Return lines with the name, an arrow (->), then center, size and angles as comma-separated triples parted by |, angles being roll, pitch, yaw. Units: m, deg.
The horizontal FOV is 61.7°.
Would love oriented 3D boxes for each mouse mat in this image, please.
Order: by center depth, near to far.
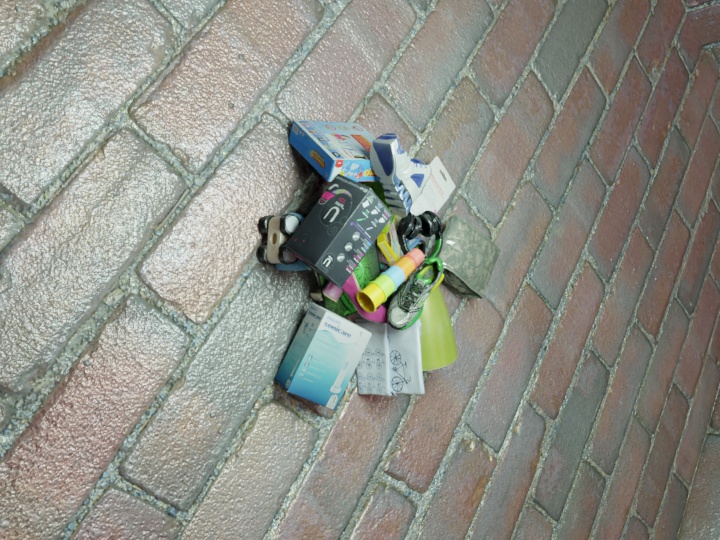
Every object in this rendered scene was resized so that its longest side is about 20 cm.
mouse mat -> -0.024, 0.012, 1.428 | 0.159, 0.008, 0.203 | -19, 118, -17

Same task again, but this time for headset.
headset -> 0.155, -0.120, 1.538 | 0.122, 0.094, 0.203 | -8, 86, -28

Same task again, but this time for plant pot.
plant pot -> 0.149, 0.121, 1.526 | 0.185, 0.186, 0.203 | -16, 108, -36

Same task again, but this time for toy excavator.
toy excavator -> -0.132, -0.030, 1.406 | 0.198, 0.099, 0.198 | 6, 86, -45

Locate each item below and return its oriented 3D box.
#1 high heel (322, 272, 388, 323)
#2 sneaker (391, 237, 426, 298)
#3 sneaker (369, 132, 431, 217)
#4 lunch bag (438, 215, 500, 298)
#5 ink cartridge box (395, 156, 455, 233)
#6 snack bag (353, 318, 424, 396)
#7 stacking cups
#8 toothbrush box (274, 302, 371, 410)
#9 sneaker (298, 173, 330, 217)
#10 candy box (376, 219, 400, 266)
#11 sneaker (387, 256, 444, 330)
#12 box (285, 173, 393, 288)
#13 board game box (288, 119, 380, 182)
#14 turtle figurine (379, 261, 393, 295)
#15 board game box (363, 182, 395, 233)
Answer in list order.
high heel -> 0.012, 0.051, 1.419 | 0.198, 0.068, 0.096 | 29, 107, -19
sneaker -> 0.136, 0.009, 1.599 | 0.078, 0.089, 0.204 | 3, 92, -36
sneaker -> 0.097, -0.234, 1.371 | 0.115, 0.080, 0.201 | -43, 134, -26
lunch bag -> 0.280, -0.038, 1.695 | 0.199, 0.117, 0.166 | 38, 68, -35
ink cartridge box -> 0.163, -0.205, 1.643 | 0.200, 0.067, 0.118 | -49, 116, -26
snack bag -> 0.068, 0.215, 1.481 | 0.021, 0.198, 0.192 | -4, 91, -55
stacking cups -> 0.076, 0.020, 1.412 | 0.199, 0.060, 0.061 | -39, 110, -33
toothbrush box -> -0.086, 0.200, 1.403 | 0.145, 0.085, 0.202 | 28, 87, -32
sneaker -> -0.096, -0.211, 1.454 | 0.199, 0.075, 0.117 | -37, 105, -43
candy box -> 0.068, -0.097, 1.513 | 0.202, 0.026, 0.103 | -93, 157, -48
sneaker -> 0.125, 0.048, 1.408 | 0.077, 0.085, 0.201 | 31, 80, 15
box -> -0.045, -0.087, 1.300 | 0.201, 0.122, 0.106 | -55, 136, -6
board game box -> -0.038, -0.282, 1.420 | 0.194, 0.200, 0.056 | -6, 130, -36
turtle figurine -> 0.000, 0.000, 1.496 | 0.148, 0.101, 0.201 | -29, 123, -2
board game box -> 0.048, -0.177, 1.493 | 0.201, 0.100, 0.048 | -64, 156, -43
